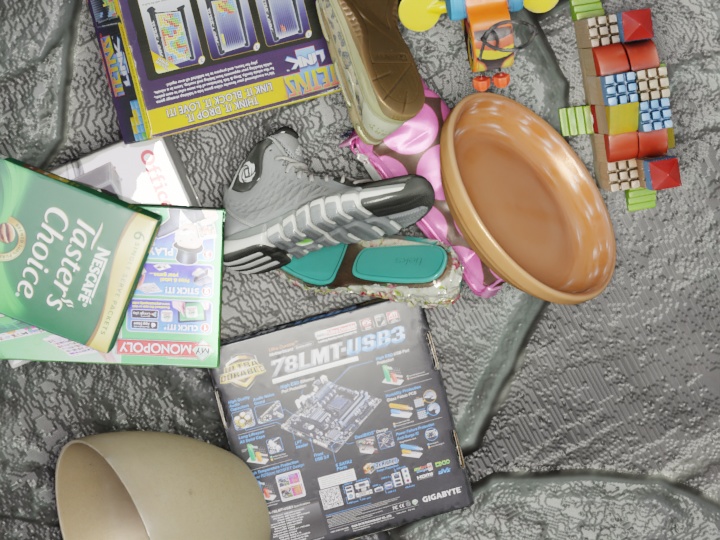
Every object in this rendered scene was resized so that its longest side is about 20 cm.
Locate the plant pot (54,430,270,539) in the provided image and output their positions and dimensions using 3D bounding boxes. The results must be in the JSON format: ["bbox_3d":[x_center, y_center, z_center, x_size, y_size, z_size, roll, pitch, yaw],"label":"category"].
[{"bbox_3d":[-0.157,0.220,1.706,0.134,0.200,0.200,-18,97,-30],"label":"plant pot"}]

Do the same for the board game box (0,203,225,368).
[{"bbox_3d":[-0.215,0.010,1.662,0.200,0.029,0.135,3,95,-2],"label":"board game box"}]

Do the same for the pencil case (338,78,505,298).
[{"bbox_3d":[0.075,-0.067,1.729,0.200,0.091,0.094,48,56,-4],"label":"pencil case"}]

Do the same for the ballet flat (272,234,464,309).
[{"bbox_3d":[0.000,0.000,1.723,0.200,0.064,0.076,13,66,28],"label":"ballet flat"}]

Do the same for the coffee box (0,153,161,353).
[{"bbox_3d":[-0.274,-0.024,1.620,0.200,0.044,0.123,23,93,-3],"label":"coffee box"}]

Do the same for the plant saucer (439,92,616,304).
[{"bbox_3d":[0.135,-0.056,1.678,0.037,0.200,0.200,-35,98,34],"label":"plant saucer"}]

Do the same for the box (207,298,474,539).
[{"bbox_3d":[-0.019,0.136,1.760,0.200,0.050,0.199,-16,94,-3],"label":"box"}]

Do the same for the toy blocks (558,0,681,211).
[{"bbox_3d":[0.228,-0.145,1.705,0.100,0.137,0.200,-9,95,-2],"label":"toy blocks"}]

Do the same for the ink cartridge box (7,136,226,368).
[{"bbox_3d":[-0.233,-0.023,1.715,0.200,0.083,0.147,-24,96,-1],"label":"ink cartridge box"}]

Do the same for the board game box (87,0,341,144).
[{"bbox_3d":[-0.123,-0.208,1.674,0.200,0.057,0.165,-17,98,-33],"label":"board game box"}]

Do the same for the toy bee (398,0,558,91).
[{"bbox_3d":[0.097,-0.210,1.679,0.131,0.200,0.109,7,136,11],"label":"toy bee"}]

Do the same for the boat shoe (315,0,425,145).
[{"bbox_3d":[-0.006,-0.203,1.674,0.073,0.063,0.200,4,60,-34],"label":"boat shoe"}]

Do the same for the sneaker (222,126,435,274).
[{"bbox_3d":[-0.037,-0.078,1.689,0.200,0.075,0.116,-16,65,21],"label":"sneaker"}]
